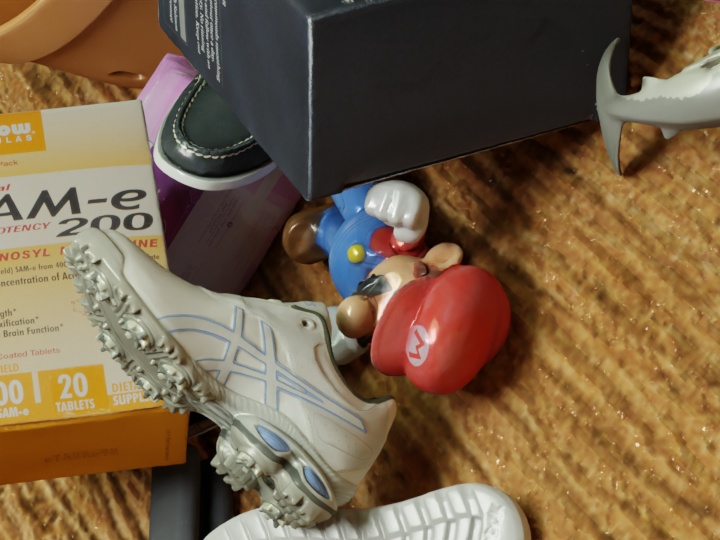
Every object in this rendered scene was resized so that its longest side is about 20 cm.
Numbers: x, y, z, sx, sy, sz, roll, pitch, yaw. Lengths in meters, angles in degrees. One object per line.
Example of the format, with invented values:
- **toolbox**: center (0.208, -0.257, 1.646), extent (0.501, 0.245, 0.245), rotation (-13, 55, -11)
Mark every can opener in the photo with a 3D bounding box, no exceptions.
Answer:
- **can opener**: center (-0.105, 0.194, 1.520), extent (0.066, 0.053, 0.201), rotation (-22, 53, 37)

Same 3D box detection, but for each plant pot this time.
- **plant pot**: center (-0.172, -0.208, 1.758), extent (0.200, 0.140, 0.201), rotation (-24, 52, 34)

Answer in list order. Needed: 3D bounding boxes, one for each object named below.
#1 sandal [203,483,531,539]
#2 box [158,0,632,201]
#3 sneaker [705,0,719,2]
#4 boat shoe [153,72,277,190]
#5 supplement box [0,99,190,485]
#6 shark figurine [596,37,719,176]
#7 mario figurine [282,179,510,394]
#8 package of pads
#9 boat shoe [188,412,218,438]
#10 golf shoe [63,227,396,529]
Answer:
- **sandal**: center (0.003, 0.163, 1.436), extent (0.202, 0.050, 0.083), rotation (-10, 75, 28)
- **box**: center (0.016, -0.156, 1.468), extent (0.200, 0.196, 0.118), rotation (50, 148, 45)
- **sneaker**: center (0.218, -0.241, 1.436), extent (0.200, 0.079, 0.095), rotation (-50, 30, 10)
- **boat shoe**: center (-0.054, -0.115, 1.560), extent (0.200, 0.075, 0.060), rotation (-53, -13, -50)
- **supplement box**: center (-0.169, 0.011, 1.499), extent (0.074, 0.125, 0.201), rotation (99, 162, -59)
- **shark figurine**: center (0.202, -0.083, 1.354), extent (0.214, 0.090, 0.128), rotation (-22, 19, 27)
- **mario figurine**: center (0.000, 0.000, 1.478), extent (0.106, 0.124, 0.200), rotation (-39, 37, -1)
- **package of pads**: center (-0.118, -0.021, 1.642), extent (0.200, 0.076, 0.120), rotation (-58, 40, 3)
- **boat shoe**: center (-0.154, 0.074, 1.550), extent (0.199, 0.073, 0.072), rotation (-15, 6, 2)
- **golf shoe**: center (-0.066, 0.039, 1.409), extent (0.097, 0.200, 0.078), rotation (-47, 13, -20)
